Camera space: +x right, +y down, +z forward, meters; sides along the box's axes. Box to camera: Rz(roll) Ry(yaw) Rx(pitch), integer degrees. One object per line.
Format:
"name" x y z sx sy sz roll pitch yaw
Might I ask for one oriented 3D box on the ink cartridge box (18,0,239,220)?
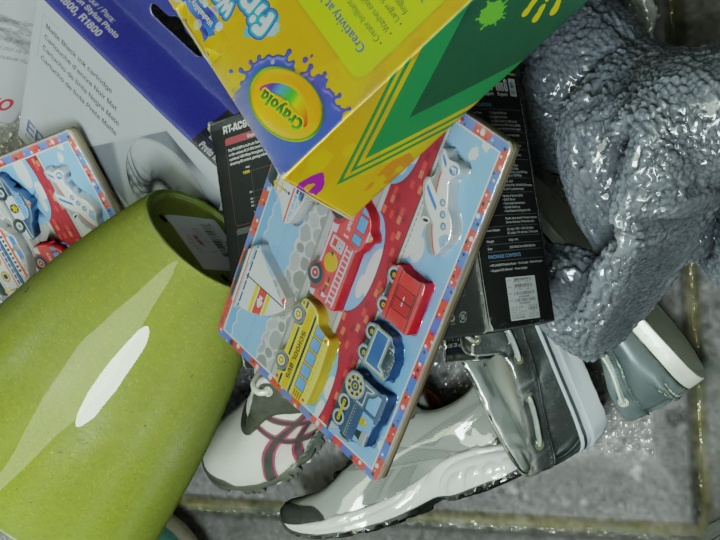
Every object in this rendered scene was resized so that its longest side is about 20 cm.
"ink cartridge box" -0.150 -0.104 0.970 0.199 0.041 0.201 43 140 16

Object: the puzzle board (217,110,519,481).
"puzzle board" -0.007 -0.012 0.761 0.150 0.017 0.201 38 118 35

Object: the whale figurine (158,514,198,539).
"whale figurine" -0.208 0.258 1.090 0.199 0.104 0.161 -17 94 27

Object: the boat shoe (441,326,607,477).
"boat shoe" 0.083 0.037 0.885 0.201 0.071 0.072 59 157 -7

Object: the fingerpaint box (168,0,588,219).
"fingerpaint box" -0.008 -0.157 0.707 0.167 0.073 0.201 -42 59 13

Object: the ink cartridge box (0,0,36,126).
"ink cartridge box" -0.262 -0.205 0.985 0.200 0.145 0.084 -48 64 25

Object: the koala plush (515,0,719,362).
"koala plush" 0.145 -0.093 0.815 0.200 0.176 0.185 53 152 31

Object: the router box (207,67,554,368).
"router box" 0.006 -0.031 0.801 0.199 0.062 0.151 -11 87 44

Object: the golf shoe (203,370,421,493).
"golf shoe" -0.049 0.083 0.965 0.199 0.078 0.088 -32 129 32

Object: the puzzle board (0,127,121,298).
"puzzle board" -0.213 0.007 1.041 0.150 0.017 0.201 -15 109 36

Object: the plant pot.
"plant pot" -0.152 0.051 0.921 0.187 0.187 0.200 43 112 10

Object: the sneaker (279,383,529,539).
"sneaker" 0.029 0.131 0.979 0.199 0.074 0.080 -26 79 22

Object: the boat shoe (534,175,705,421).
"boat shoe" 0.129 0.010 0.900 0.062 0.073 0.200 -44 87 22

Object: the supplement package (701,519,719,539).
"supplement package" 0.278 0.214 0.803 0.150 0.200 0.153 -34 87 27
